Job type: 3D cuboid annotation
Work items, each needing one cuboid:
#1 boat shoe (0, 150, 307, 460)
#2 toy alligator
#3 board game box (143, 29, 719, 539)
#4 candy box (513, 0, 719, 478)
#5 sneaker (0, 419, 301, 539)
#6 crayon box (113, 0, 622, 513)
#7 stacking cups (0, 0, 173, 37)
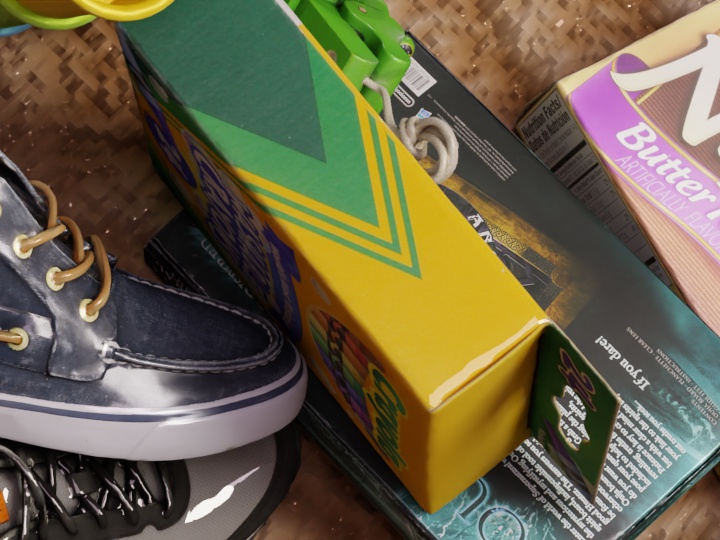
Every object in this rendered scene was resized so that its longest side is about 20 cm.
[{"bbox_3d":[-0.107,0.004,0.765,0.199,0.091,0.071,5,27,-16],"label":"boat shoe"},{"bbox_3d":[-0.008,-0.091,0.862,0.054,0.059,0.200,8,33,-46],"label":"toy alligator"},{"bbox_3d":[0.035,0.021,0.852,0.135,0.028,0.200,-39,74,-18],"label":"board game box"},{"bbox_3d":[0.162,-0.005,0.911,0.116,0.056,0.201,-27,85,-21],"label":"candy box"},{"bbox_3d":[-0.109,0.084,0.791,0.199,0.079,0.074,-15,77,-22],"label":"sneaker"},{"bbox_3d":[0.000,0.000,0.771,0.052,0.126,0.200,-37,73,-11],"label":"crayon box"},{"bbox_3d":[-0.129,-0.106,0.777,0.060,0.200,0.061,-1,91,-36],"label":"stacking cups"}]
